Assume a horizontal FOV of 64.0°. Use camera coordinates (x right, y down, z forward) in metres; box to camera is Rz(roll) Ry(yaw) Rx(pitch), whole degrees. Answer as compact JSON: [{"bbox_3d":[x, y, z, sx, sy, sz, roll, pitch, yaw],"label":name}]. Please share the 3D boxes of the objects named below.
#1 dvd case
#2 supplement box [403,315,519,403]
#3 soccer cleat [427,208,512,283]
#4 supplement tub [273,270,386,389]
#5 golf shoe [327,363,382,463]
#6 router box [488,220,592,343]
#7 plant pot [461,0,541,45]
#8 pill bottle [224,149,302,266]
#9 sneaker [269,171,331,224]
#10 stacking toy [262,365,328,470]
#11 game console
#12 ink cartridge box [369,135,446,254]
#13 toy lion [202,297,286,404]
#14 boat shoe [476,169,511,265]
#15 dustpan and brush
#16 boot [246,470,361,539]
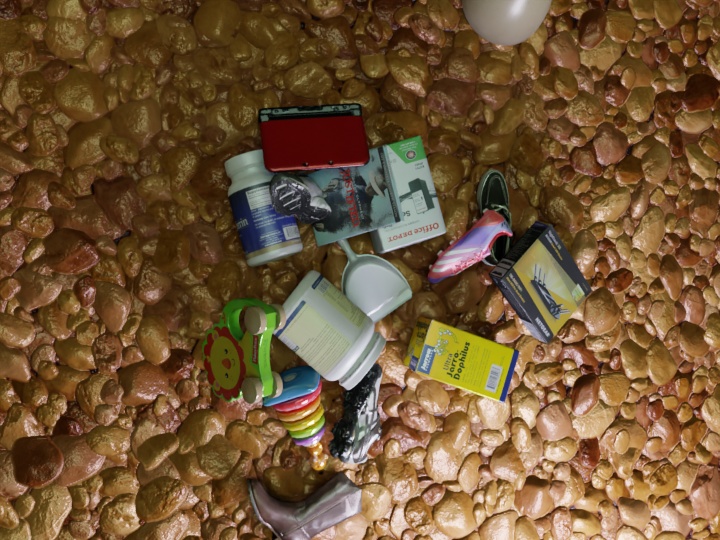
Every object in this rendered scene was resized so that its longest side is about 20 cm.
[{"bbox_3d":[-0.019,-0.142,1.128,0.196,0.022,0.150,-13,91,28],"label":"dvd case"},{"bbox_3d":[0.203,0.179,1.175,0.195,0.109,0.112,20,86,-9],"label":"supplement box"},{"bbox_3d":[0.219,-0.037,1.177,0.200,0.066,0.077,-46,73,13],"label":"soccer cleat"},{"bbox_3d":[-0.062,0.116,1.106,0.199,0.145,0.146,40,83,-3],"label":"supplement tub"},{"bbox_3d":[0.008,0.289,1.166,0.093,0.077,0.204,29,79,-32],"label":"golf shoe"},{"bbox_3d":[0.381,0.025,1.211,0.157,0.052,0.201,-46,114,-8],"label":"router box"},{"bbox_3d":[0.325,-0.597,1.202,0.194,0.134,0.207,0,89,-10],"label":"plant pot"},{"bbox_3d":[-0.189,-0.120,1.109,0.113,0.116,0.205,-16,91,-10],"label":"pill bottle"},{"bbox_3d":[-0.118,-0.145,1.062,0.072,0.200,0.081,-21,77,12],"label":"sneaker"},{"bbox_3d":[-0.107,0.300,1.130,0.113,0.110,0.205,-17,103,4],"label":"stacking toy"},{"bbox_3d":[-0.094,-0.252,1.108,0.194,0.172,0.122,-5,99,-11],"label":"game console"},{"bbox_3d":[0.076,-0.150,1.173,0.143,0.083,0.205,-17,92,-10],"label":"ink cartridge box"},{"bbox_3d":[-0.227,0.147,1.068,0.068,0.188,0.206,-7,106,-50],"label":"toy lion"},{"bbox_3d":[0.290,-0.114,1.220,0.069,0.064,0.206,-1,89,-10],"label":"boat shoe"},{"bbox_3d":[0.000,0.000,1.177,0.138,0.057,0.202,-33,101,3],"label":"dustpan and brush"},{"bbox_3d":[-0.105,0.441,1.136,0.197,0.064,0.190,-28,106,-7],"label":"boot"}]
